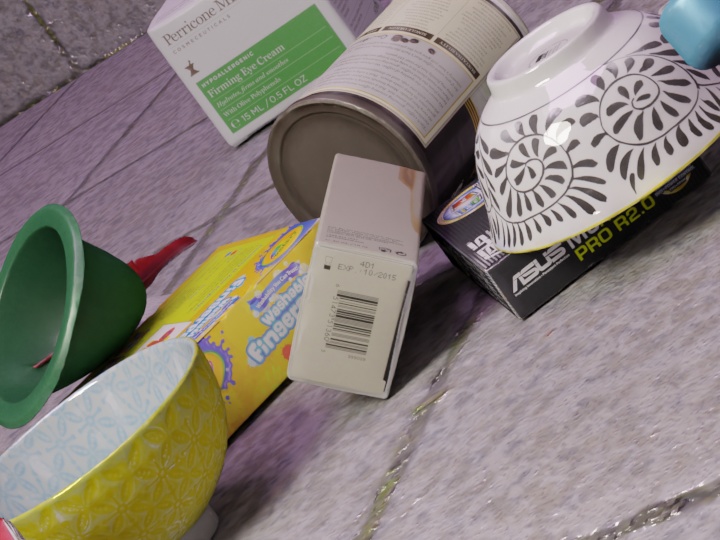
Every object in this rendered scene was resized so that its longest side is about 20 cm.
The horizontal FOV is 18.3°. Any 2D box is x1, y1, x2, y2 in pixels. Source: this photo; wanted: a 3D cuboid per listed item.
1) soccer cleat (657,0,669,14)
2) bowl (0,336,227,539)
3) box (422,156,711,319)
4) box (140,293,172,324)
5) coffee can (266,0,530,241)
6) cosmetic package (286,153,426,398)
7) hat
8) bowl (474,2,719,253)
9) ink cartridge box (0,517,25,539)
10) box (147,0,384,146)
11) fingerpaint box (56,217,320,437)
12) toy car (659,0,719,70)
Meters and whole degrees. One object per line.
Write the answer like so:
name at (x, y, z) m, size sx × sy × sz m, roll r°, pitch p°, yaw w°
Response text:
soccer cleat at (0.265, -0.211, 1.654) m, size 0.200 × 0.085 × 0.069 m, roll -20°, pitch 22°, yaw 47°
bowl at (-0.156, 0.147, 1.464) m, size 0.200 × 0.108 × 0.200 m, roll -33°, pitch 15°, yaw 10°
box at (0.136, -0.049, 1.529) m, size 0.160 × 0.044 × 0.200 m, roll -36°, pitch 15°, yaw -2°
box at (-0.175, 0.048, 1.950) m, size 0.041 × 0.039 × 0.200 m, roll -45°, pitch 17°, yaw -26°
coffee can at (0.037, -0.125, 1.785) m, size 0.146 × 0.146 × 0.200 m, roll -22°, pitch 20°, yaw 44°
cosmetic package at (0.000, 0.000, 1.548) m, size 0.200 × 0.071 × 0.105 m, roll -80°, pitch 2°, yaw -68°
hat at (-0.180, 0.041, 1.746) m, size 0.166 × 0.176 × 0.200 m, roll -13°, pitch 66°, yaw 56°
bowl at (0.142, -0.108, 1.431) m, size 0.201 × 0.094 × 0.201 m, roll -34°, pitch 16°, yaw 11°
ink cartridge box at (-0.247, 0.239, 1.252) m, size 0.200 × 0.176 × 0.084 m, roll -39°, pitch 15°, yaw -10°
box at (-0.104, -0.285, 2.556) m, size 0.199 × 0.171 × 0.200 m, roll -32°, pitch 15°, yaw 17°
fingerpaint box at (-0.111, 0.059, 1.700) m, size 0.200 × 0.073 × 0.167 m, roll -46°, pitch 17°, yaw -29°
toy car at (0.272, -0.087, 1.187) m, size 0.177 × 0.184 × 0.200 m, roll -38°, pitch -14°, yaw -2°
